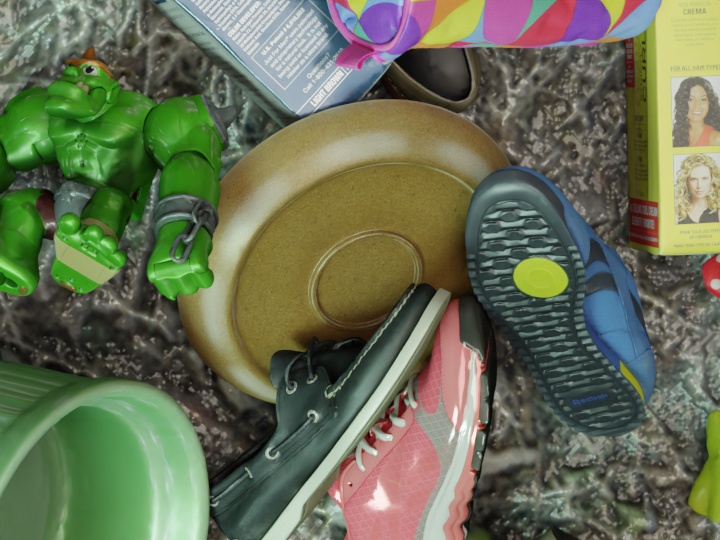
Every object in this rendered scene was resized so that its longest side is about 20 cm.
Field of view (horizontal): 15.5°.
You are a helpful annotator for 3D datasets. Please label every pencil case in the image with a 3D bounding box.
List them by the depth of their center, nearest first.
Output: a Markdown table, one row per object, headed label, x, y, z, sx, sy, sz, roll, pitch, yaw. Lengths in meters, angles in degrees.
| label | x | y | z | sx | sy | sz | roll | pitch | yaw |
| --- | --- | --- | --- | --- | --- | --- | --- | --- | --- |
| pencil case | 0.070 | -0.154 | 1.399 | 0.199 | 0.088 | 0.089 | -8 | 96 | -37 |

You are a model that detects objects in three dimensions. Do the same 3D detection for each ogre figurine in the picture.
| label | x | y | z | sx | sy | sz | roll | pitch | yaw |
| --- | --- | --- | --- | --- | --- | --- | --- | --- | --- |
| ogre figurine | -0.149 | -0.046 | 1.393 | 0.098 | 0.199 | 0.120 | 46 | 53 | -29 |

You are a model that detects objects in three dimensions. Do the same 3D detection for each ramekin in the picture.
| label | x | y | z | sx | sy | sz | roll | pitch | yaw |
| --- | --- | --- | --- | --- | --- | --- | --- | --- | --- |
| ramekin | -0.177 | 0.143 | 1.381 | 0.097 | 0.200 | 0.201 | 15 | 92 | 32 |

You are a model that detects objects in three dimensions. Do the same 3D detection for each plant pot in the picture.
| label | x | y | z | sx | sy | sz | roll | pitch | yaw |
| --- | --- | --- | --- | --- | --- | --- | --- | --- | --- |
| plant pot | 0.000 | 0.000 | 1.432 | 0.199 | 0.028 | 0.201 | -12 | 129 | -16 |

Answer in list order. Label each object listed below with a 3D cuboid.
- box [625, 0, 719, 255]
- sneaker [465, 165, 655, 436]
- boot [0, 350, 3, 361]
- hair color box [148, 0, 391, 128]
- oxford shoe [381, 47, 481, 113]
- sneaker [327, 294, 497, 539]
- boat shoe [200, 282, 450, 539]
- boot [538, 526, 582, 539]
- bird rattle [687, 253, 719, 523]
| label | x | y | z | sx | sy | sz | roll | pitch | yaw |
| --- | --- | --- | --- | --- | --- | --- | --- | --- | --- |
| box | 0.179 | -0.111 | 1.486 | 0.050 | 0.075 | 0.201 | -3 | 96 | -9 |
| sneaker | 0.110 | 0.003 | 1.449 | 0.066 | 0.079 | 0.200 | -8 | 135 | 24 |
| boot | -0.226 | 0.097 | 1.427 | 0.090 | 0.073 | 0.201 | -15 | 100 | -11 |
| hair color box | -0.080 | -0.158 | 1.421 | 0.200 | 0.100 | 0.061 | 43 | 85 | -11 |
| oxford shoe | 0.006 | -0.172 | 1.448 | 0.070 | 0.075 | 0.200 | -40 | 99 | -4 |
| sneaker | 0.024 | 0.106 | 1.456 | 0.086 | 0.074 | 0.201 | 11 | 111 | 2 |
| boat shoe | -0.025 | 0.072 | 1.415 | 0.066 | 0.075 | 0.200 | 37 | 123 | 4 |
| boot | 0.072 | 0.236 | 1.483 | 0.200 | 0.073 | 0.182 | -45 | 138 | 9 |
| bird rattle | 0.264 | 0.062 | 1.520 | 0.162 | 0.113 | 0.201 | 13 | 78 | -22 |
